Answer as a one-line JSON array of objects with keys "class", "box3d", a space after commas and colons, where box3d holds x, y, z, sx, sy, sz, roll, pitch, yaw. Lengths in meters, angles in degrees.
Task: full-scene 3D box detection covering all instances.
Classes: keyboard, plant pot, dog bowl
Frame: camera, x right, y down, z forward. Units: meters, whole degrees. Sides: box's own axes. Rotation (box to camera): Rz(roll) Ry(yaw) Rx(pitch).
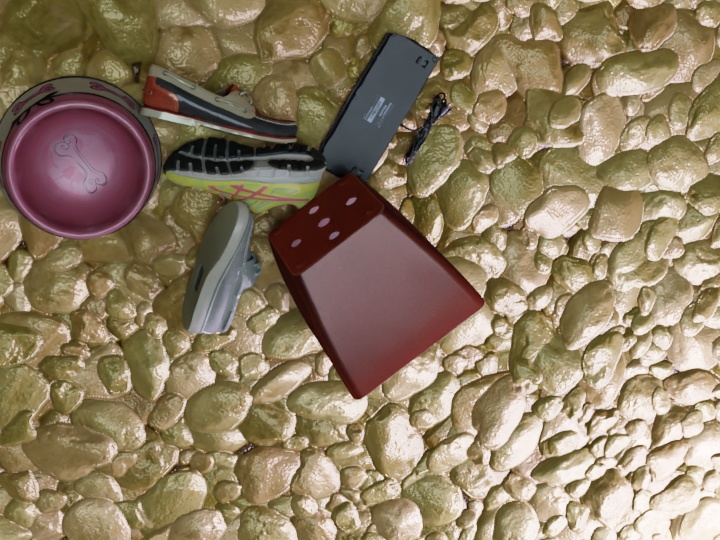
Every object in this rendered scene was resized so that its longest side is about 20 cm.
[{"class": "keyboard", "box3d": [0.039, -0.196, 1.406, 0.127, 0.021, 0.200, 29, 100, -17]}, {"class": "plant pot", "box3d": [0.000, 0.000, 1.353, 0.200, 0.200, 0.176, -36, 121, -1]}, {"class": "dog bowl", "box3d": [-0.334, -0.126, 1.294, 0.200, 0.074, 0.200, -5, 110, -15]}]

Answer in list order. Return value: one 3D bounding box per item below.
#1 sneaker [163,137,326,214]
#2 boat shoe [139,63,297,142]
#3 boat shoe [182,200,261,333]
[{"class": "sneaker", "box3d": [-0.145, -0.107, 1.356, 0.200, 0.078, 0.090, 4, 131, -6]}, {"class": "boat shoe", "box3d": [-0.166, -0.197, 1.321, 0.200, 0.071, 0.063, 10, 93, -22]}, {"class": "boat shoe", "box3d": [-0.166, -0.001, 1.379, 0.071, 0.070, 0.201, 8, 125, -28]}]
